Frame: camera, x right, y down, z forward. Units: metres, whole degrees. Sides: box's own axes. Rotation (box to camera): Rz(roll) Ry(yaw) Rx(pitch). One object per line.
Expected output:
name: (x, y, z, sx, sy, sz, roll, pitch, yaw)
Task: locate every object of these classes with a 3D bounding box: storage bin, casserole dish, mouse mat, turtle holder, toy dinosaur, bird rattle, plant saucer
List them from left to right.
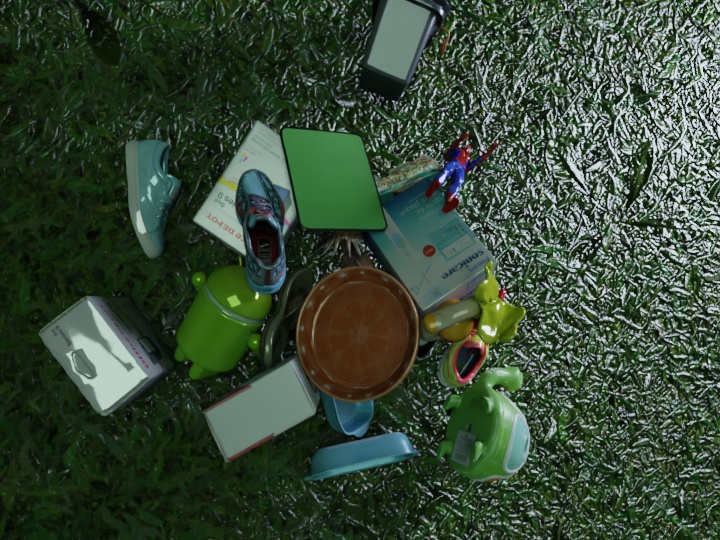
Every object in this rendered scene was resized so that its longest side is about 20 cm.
mouse mat: (-0.044, -0.151, 0.892, 0.158, 0.008, 0.204, -1, 62, -27)
casserole dish: (-0.032, 0.180, 0.920, 0.038, 0.120, 0.205, -12, 90, 30)
plant saucer: (-0.004, 0.096, 0.833, 0.195, 0.032, 0.206, -3, 79, 17)
toy dinosaur: (0.000, 0.000, 0.903, 0.085, 0.136, 0.201, -35, 71, -18)
casserole dish: (0.000, 0.308, 0.905, 0.195, 0.122, 0.040, -11, 66, -7)
storage bin: (0.066, -0.373, 0.919, 0.143, 0.200, 0.137, 20, 96, -5)
bird rattle: (0.164, 0.063, 0.837, 0.160, 0.200, 0.115, -18, 82, 1)
turtle holder: (0.220, 0.267, 0.937, 0.130, 0.141, 0.188, 25, 46, -21)

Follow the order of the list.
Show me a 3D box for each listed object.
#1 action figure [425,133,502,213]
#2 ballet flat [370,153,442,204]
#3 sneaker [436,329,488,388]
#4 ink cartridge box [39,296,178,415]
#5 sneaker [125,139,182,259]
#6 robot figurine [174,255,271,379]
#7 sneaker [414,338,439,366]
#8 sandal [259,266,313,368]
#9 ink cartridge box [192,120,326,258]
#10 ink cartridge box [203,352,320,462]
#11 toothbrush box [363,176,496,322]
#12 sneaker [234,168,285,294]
action figure: (0.177, -0.185, 0.917, 0.065, 0.201, 0.099, 40, 127, -7)
ballet flat: (0.055, -0.148, 0.970, 0.197, 0.076, 0.065, -25, 59, -11)
sneaker: (0.203, 0.115, 0.952, 0.077, 0.090, 0.204, 21, 84, -3)
ink cartridge box: (-0.371, 0.122, 0.828, 0.087, 0.200, 0.146, -38, 91, -6)
sneaker: (-0.341, -0.124, 0.915, 0.080, 0.074, 0.205, -9, 89, -3)
robot figurine: (-0.220, 0.080, 0.880, 0.175, 0.115, 0.202, 41, 107, 23)
sneaker: (0.128, 0.074, 0.948, 0.073, 0.085, 0.205, 17, 86, -6)
sandal: (-0.109, 0.079, 0.889, 0.056, 0.081, 0.203, 3, 42, 14)
ink cartridge box: (-0.168, -0.122, 0.926, 0.144, 0.087, 0.202, 33, 85, -4)
ink cartridge box: (-0.143, 0.203, 0.853, 0.144, 0.200, 0.084, -29, 88, -3)
toothbrush box: (0.110, -0.032, 0.914, 0.145, 0.086, 0.202, -30, 65, -6)
sneaker: (-0.144, -0.073, 0.821, 0.077, 0.096, 0.204, -8, 71, -16)
